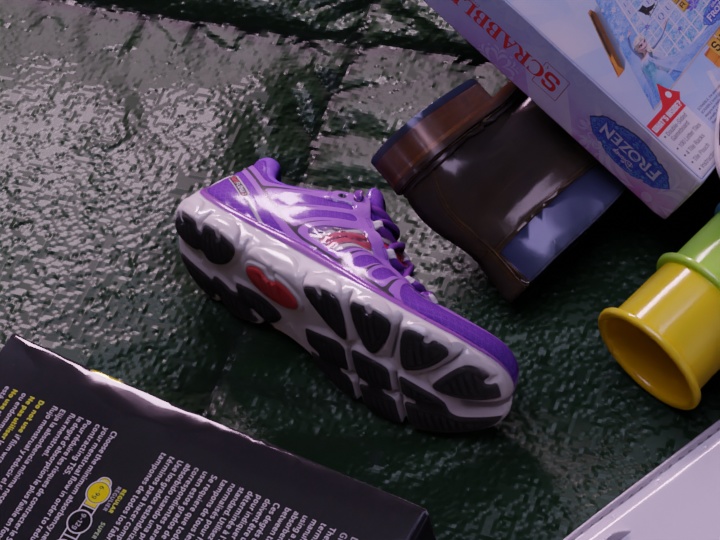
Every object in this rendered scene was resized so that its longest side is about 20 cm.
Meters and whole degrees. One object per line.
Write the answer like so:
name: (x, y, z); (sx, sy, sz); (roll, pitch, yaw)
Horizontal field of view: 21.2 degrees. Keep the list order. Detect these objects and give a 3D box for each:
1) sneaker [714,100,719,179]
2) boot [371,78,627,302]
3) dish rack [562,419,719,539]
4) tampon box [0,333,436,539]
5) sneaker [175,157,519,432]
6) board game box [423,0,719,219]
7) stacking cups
sneaker: (0.194, -0.037, 0.803); (0.073, 0.112, 0.201); (4, 64, 0)
boot: (0.107, -0.065, 0.952); (0.200, 0.075, 0.097); (-33, 81, -25)
dish rack: (0.182, 0.128, 0.800); (0.200, 0.044, 0.172); (-35, 56, -13)
tampon box: (-0.075, 0.142, 0.773); (0.199, 0.150, 0.126); (21, 62, 23)
sneaker: (0.000, 0.000, 0.906); (0.200, 0.081, 0.083); (34, 62, 30)
board game box: (0.131, -0.156, 0.935); (0.199, 0.041, 0.200); (43, 56, 3)
stacking cups: (0.199, -0.021, 0.888); (0.200, 0.061, 0.060); (-41, 58, -16)
